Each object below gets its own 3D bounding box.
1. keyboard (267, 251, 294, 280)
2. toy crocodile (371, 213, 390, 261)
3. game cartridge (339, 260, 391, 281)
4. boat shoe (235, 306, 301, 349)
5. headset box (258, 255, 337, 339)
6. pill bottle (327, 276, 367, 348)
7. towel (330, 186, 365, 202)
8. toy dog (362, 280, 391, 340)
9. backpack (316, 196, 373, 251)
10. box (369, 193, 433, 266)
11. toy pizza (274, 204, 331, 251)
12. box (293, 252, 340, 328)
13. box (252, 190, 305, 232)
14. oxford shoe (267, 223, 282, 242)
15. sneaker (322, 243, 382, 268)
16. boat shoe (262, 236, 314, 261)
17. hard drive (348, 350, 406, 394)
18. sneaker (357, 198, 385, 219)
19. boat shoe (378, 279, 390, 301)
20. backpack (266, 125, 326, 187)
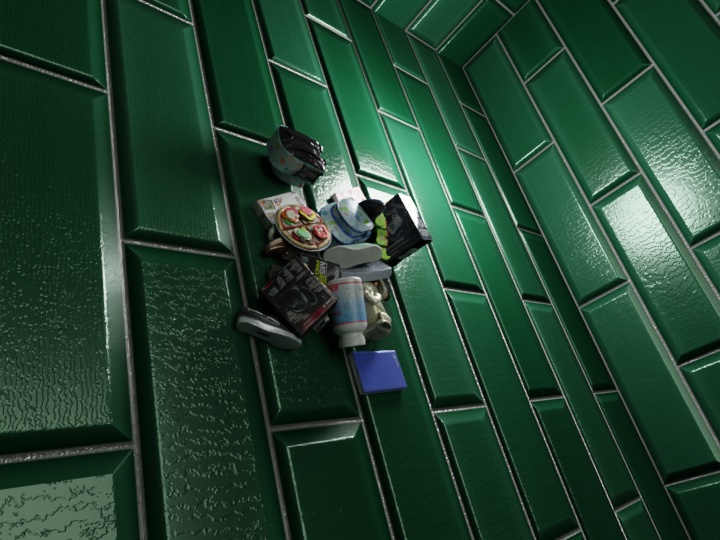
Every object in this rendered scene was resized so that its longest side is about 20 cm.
[{"bbox_3d":[-0.197,0.016,1.621,0.198,0.020,0.130,17,76,-39],"label":"keyboard"},{"bbox_3d":[0.075,-0.133,1.896,0.060,0.068,0.204,3,67,-14],"label":"toy crocodile"},{"bbox_3d":[0.000,0.000,1.758,0.197,0.133,0.042,-5,106,-28],"label":"game cartridge"},{"bbox_3d":[-0.249,0.157,1.443,0.197,0.072,0.069,25,46,-22],"label":"boat shoe"},{"bbox_3d":[-0.171,0.085,1.490,0.200,0.077,0.149,45,72,6],"label":"headset box"},{"bbox_3d":[-0.038,0.128,1.576,0.108,0.108,0.204,3,76,-45],"label":"pill bottle"},{"bbox_3d":[-0.021,-0.255,2.048,0.199,0.030,0.148,-26,82,-53],"label":"towel"},{"bbox_3d":[0.033,0.118,1.720,0.192,0.139,0.203,15,49,-51],"label":"toy dog"},{"bbox_3d":[-0.068,-0.158,1.823,0.184,0.147,0.199,53,40,6],"label":"backpack"},{"bbox_3d":[0.135,-0.150,1.976,0.117,0.195,0.202,0,59,-61],"label":"box"},{"bbox_3d":[-0.178,-0.143,1.657,0.197,0.032,0.202,21,42,-20],"label":"toy pizza"},{"bbox_3d":[-0.138,0.063,1.607,0.158,0.044,0.204,18,66,-37],"label":"box"},{"bbox_3d":[-0.258,-0.197,1.741,0.111,0.035,0.199,57,37,5],"label":"box"},{"bbox_3d":[-0.221,-0.125,1.686,0.057,0.076,0.199,31,25,25],"label":"oxford shoe"},{"bbox_3d":[-0.031,-0.051,1.753,0.196,0.118,0.075,-5,96,-7],"label":"sneaker"},{"bbox_3d":[-0.217,-0.063,1.647,0.198,0.075,0.073,-7,69,-47],"label":"boat shoe"},{"bbox_3d":[0.057,0.323,1.669,0.198,0.025,0.134,7,56,-44],"label":"hard drive"},{"bbox_3d":[0.027,-0.231,1.892,0.078,0.198,0.076,-36,110,-30],"label":"sneaker"},{"bbox_3d":[0.060,0.029,1.869,0.062,0.074,0.202,34,29,-45],"label":"boat shoe"},{"bbox_3d":[-0.238,-0.401,1.828,0.199,0.152,0.178,25,42,-45],"label":"backpack"}]
